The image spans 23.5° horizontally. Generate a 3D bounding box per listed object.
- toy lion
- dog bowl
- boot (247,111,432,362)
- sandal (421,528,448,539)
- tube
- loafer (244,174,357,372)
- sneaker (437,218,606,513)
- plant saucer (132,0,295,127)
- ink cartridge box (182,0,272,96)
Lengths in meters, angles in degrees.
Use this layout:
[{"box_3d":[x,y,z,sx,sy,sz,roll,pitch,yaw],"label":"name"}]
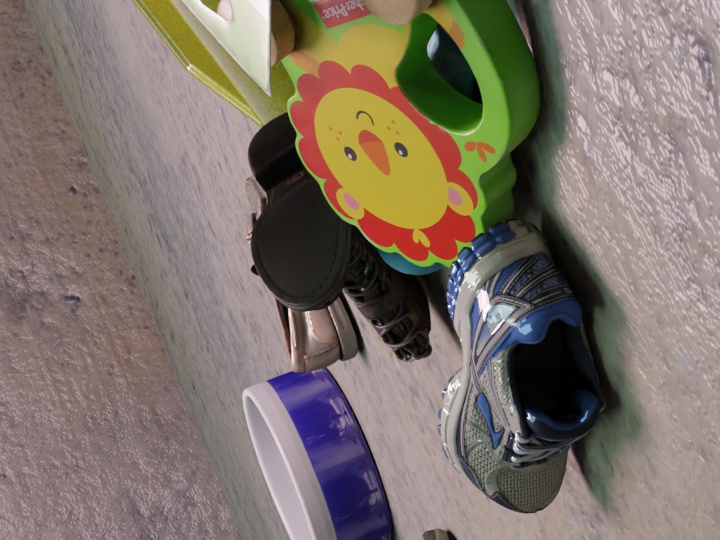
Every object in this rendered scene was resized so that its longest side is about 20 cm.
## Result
[{"box_3d":[0.024,-0.088,0.918,0.200,0.069,0.192,-8,118,56],"label":"toy lion"},{"box_3d":[-0.043,0.196,1.700,0.200,0.078,0.201,159,90,-78],"label":"dog bowl"},{"box_3d":[0.000,0.000,1.133,0.174,0.069,0.201,52,-163,-35],"label":"boot"},{"box_3d":[0.083,0.312,1.419,0.080,0.057,0.203,-154,59,-80],"label":"sandal"},{"box_3d":[0.039,-0.077,1.003,0.078,0.050,0.201,49,155,29],"label":"tube"},{"box_3d":[-0.067,-0.002,1.517,0.072,0.063,0.201,91,155,-61],"label":"loafer"},{"box_3d":[0.091,0.073,0.947,0.085,0.077,0.201,50,158,44],"label":"sneaker"},{"box_3d":[-0.115,-0.184,1.250,0.200,0.048,0.200,40,170,50],"label":"plant saucer"},{"box_3d":[-0.064,-0.207,0.852,0.146,0.048,0.201,49,154,34],"label":"ink cartridge box"}]
